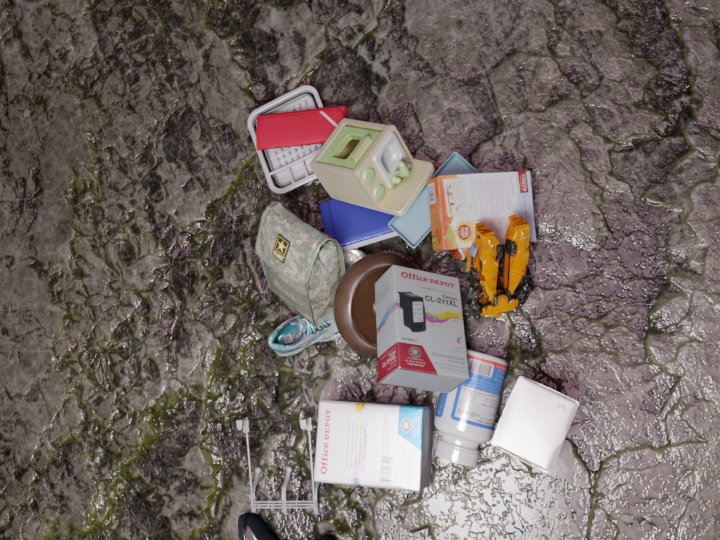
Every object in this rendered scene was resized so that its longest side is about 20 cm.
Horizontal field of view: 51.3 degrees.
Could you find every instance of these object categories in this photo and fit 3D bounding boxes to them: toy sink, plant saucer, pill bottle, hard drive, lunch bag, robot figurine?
[{"bbox_3d":[0.021,-0.205,1.452,0.198,0.112,0.131,20,67,41],"label":"toy sink"},{"bbox_3d":[0.141,-0.135,1.437,0.070,0.019,0.200,41,81,8],"label":"plant saucer"},{"bbox_3d":[0.199,0.252,1.389,0.111,0.112,0.203,14,85,15],"label":"pill bottle"},{"bbox_3d":[0.022,-0.111,1.494,0.197,0.026,0.133,-16,49,4],"label":"hard drive"},{"bbox_3d":[-0.114,-0.020,1.433,0.117,0.202,0.163,-37,52,-25],"label":"lunch bag"},{"bbox_3d":[0.256,0.001,1.388,0.143,0.202,0.058,-12,38,-14],"label":"robot figurine"},{"bbox_3d":[0.046,0.068,1.438,0.197,0.034,0.204,-3,98,-20],"label":"plant saucer"}]

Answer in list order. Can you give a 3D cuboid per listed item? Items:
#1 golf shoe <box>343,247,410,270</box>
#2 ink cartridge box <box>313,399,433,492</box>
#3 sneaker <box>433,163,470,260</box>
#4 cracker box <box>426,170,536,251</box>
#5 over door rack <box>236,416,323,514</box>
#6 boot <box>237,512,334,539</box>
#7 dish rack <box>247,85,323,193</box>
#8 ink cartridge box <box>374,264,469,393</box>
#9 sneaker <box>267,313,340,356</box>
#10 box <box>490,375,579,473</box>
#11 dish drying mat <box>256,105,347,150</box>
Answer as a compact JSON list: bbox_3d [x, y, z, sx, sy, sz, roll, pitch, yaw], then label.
[{"bbox_3d":[0.000,0.000,1.499,0.197,0.075,0.093,10,88,17],"label":"golf shoe"},{"bbox_3d":[0.028,0.321,1.401,0.196,0.146,0.149,2,82,14],"label":"ink cartridge box"},{"bbox_3d":[0.191,-0.118,1.483,0.076,0.073,0.203,-15,78,-14],"label":"sneaker"},{"bbox_3d":[0.228,-0.112,1.410,0.197,0.058,0.136,-5,90,-19],"label":"cracker box"},{"bbox_3d":[-0.152,0.376,1.469,0.145,0.067,0.204,-5,101,13],"label":"over door rack"},{"bbox_3d":[-0.129,0.538,1.439,0.166,0.076,0.203,-25,83,12],"label":"boot"},{"bbox_3d":[-0.136,-0.273,1.590,0.170,0.044,0.203,-24,77,10],"label":"dish rack"},{"bbox_3d":[0.107,0.105,1.350,0.144,0.083,0.203,11,59,-22],"label":"ink cartridge box"},{"bbox_3d":[-0.096,0.113,1.496,0.198,0.086,0.078,-31,76,7],"label":"sneaker"},{"bbox_3d":[0.303,0.264,1.315,0.108,0.200,0.129,24,87,15],"label":"box"},{"bbox_3d":[-0.124,-0.297,1.559,0.196,0.018,0.078,-3,81,13],"label":"dish drying mat"}]
